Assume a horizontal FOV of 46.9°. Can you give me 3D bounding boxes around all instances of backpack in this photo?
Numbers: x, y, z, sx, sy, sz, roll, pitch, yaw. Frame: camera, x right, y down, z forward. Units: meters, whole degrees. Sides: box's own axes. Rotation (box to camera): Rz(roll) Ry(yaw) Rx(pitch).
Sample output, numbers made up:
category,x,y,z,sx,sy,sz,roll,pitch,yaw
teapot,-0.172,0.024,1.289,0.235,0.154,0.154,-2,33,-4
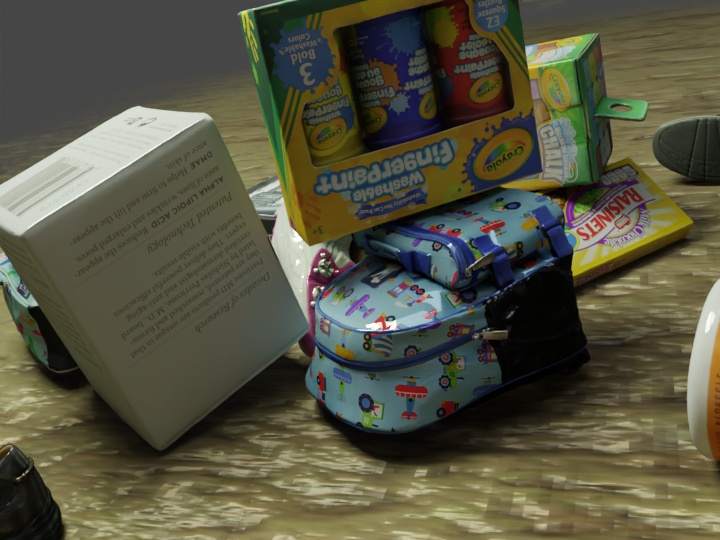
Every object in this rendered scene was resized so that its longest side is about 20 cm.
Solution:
category,x,y,z,sx,sy,sz,roll,pitch,yaw
backpack,0.048,0.029,0.635,0.196,0.138,0.182,-23,24,-21
backpack,-0.276,0.001,0.843,0.175,0.154,0.198,-24,21,-29

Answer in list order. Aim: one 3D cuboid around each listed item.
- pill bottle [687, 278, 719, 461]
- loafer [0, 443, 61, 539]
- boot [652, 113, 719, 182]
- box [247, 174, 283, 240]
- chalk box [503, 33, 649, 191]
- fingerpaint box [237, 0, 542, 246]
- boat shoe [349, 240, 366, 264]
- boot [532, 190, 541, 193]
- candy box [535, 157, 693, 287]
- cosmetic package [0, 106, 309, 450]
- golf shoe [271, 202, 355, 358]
category,x,y,z,sx,sy,sz,roll,pitch,yaw
pill bottle,0.291,0.069,0.451,0.197,0.115,0.112,8,28,38
loafer,-0.300,0.169,0.534,0.196,0.074,0.073,-19,24,-17
boot,0.454,-0.162,0.993,0.198,0.075,0.154,2,22,19
box,-0.080,-0.071,1.042,0.196,0.051,0.157,7,28,38
chalk box,0.187,-0.159,0.840,0.195,0.127,0.124,-5,21,27
fingerpaint box,0.026,-0.132,0.622,0.195,0.171,0.073,-17,19,-12
boat shoe,0.000,0.000,0.830,0.197,0.062,0.075,12,76,39
boot,0.182,-0.040,0.860,0.194,0.074,0.168,-3,37,10
candy box,0.222,-0.044,0.811,0.196,0.027,0.103,-21,60,-24
cosmetic package,-0.176,-0.002,0.680,0.164,0.203,0.163,-37,31,-23
golf shoe,-0.046,0.000,0.782,0.090,0.075,0.204,-27,46,33
